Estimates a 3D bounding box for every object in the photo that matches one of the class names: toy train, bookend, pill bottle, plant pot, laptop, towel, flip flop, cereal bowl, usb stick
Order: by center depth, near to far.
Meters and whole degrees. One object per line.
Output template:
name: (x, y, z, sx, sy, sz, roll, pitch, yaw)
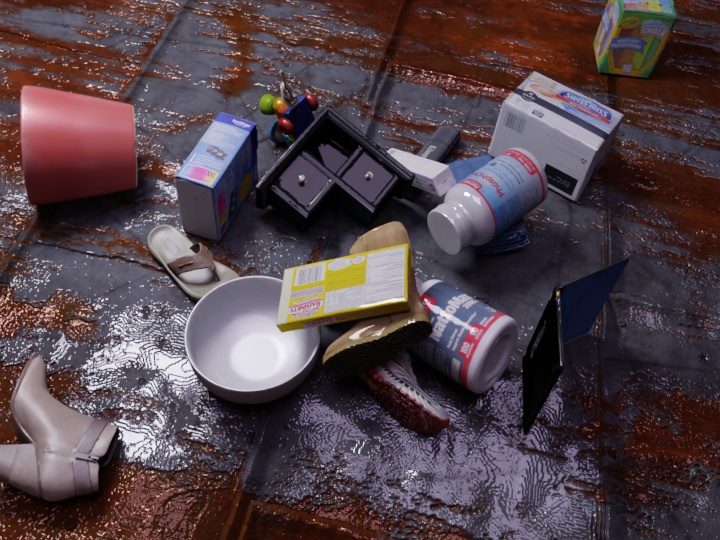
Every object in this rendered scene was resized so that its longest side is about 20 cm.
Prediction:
laptop: (0.310, 0.110, 1.015, 0.113, 0.189, 0.203, 8, 51, 2)
cereal bowl: (-0.156, 0.111, 1.040, 0.195, 0.084, 0.203, 3, 52, -4)
pill bottle: (0.124, 0.084, 1.056, 0.198, 0.121, 0.119, 28, 54, 32)
flip flop: (-0.276, -0.019, 1.146, 0.199, 0.058, 0.081, 39, 58, 23)
pill bottle: (0.210, -0.112, 1.171, 0.198, 0.110, 0.109, -34, 61, -22)
plant pot: (-0.476, -0.213, 1.207, 0.174, 0.202, 0.203, -4, 52, -19)
bookend: (-0.046, -0.138, 1.216, 0.198, 0.092, 0.201, 39, 73, 5)
towel: (0.221, -0.118, 1.272, 0.109, 0.049, 0.203, -10, 55, -8)
toy train: (-0.141, -0.296, 1.278, 0.115, 0.201, 0.085, 27, 65, 35)
usb stick: (0.130, -0.211, 1.346, 0.055, 0.033, 0.201, 24, 54, 20)

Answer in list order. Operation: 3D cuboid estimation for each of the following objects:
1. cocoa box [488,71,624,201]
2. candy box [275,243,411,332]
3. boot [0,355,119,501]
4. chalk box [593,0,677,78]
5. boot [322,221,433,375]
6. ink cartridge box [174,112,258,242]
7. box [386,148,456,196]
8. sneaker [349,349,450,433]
cocoa box: (0.368, -0.257, 1.338, 0.198, 0.135, 0.131, 33, 55, 19)
candy box: (-0.023, 0.026, 1.001, 0.196, 0.027, 0.104, -11, 51, 18)
boot: (-0.403, 0.214, 0.957, 0.143, 0.071, 0.203, 7, 53, -8)
chalk box: (0.604, -0.545, 1.540, 0.122, 0.202, 0.126, 7, 51, 1)
boot: (0.012, 0.040, 1.036, 0.172, 0.067, 0.202, -22, 46, 7)
ink cartridge box: (-0.237, -0.172, 1.218, 0.075, 0.138, 0.202, 17, 53, 6)
box: (0.096, -0.176, 1.244, 0.041, 0.039, 0.199, -38, 30, -12)
sneaker: (0.057, 0.153, 1.030, 0.082, 0.079, 0.200, -34, 62, -29)
